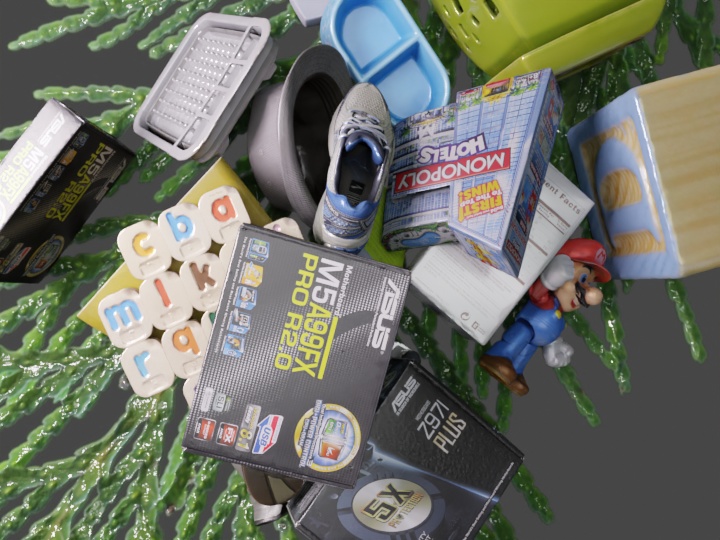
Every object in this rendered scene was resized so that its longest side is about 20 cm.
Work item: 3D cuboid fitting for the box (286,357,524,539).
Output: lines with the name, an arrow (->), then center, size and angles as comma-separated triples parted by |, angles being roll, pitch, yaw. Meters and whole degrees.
box -> 0.047, 0.222, 0.677 | 0.163, 0.086, 0.201 | 40, 77, -6

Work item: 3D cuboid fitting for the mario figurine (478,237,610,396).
mario figurine -> 0.230, 0.054, 0.748 | 0.105, 0.123, 0.202 | 34, 88, 4

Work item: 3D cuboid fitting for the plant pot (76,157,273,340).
plant pot -> -0.157, 0.012, 0.708 | 0.176, 0.200, 0.200 | 43, 88, -16

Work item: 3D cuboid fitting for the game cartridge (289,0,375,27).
game cartridge -> -0.046, -0.410, 0.792 | 0.131, 0.042, 0.204 | -13, 89, 2

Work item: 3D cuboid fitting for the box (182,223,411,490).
box -> -0.056, 0.076, 0.575 | 0.157, 0.044, 0.204 | 16, 91, -8

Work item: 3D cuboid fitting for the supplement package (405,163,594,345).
supplement package -> 0.151, -0.031, 0.748 | 0.117, 0.117, 0.201 | 39, 87, 1

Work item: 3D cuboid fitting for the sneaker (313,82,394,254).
sneaker -> 0.004, -0.118, 0.650 | 0.076, 0.085, 0.203 | 11, 63, -8

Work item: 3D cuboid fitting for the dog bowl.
dog bowl -> 0.033, -0.250, 0.765 | 0.111, 0.050, 0.201 | -36, 100, 2

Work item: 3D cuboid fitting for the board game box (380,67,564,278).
board game box -> 0.108, -0.089, 0.665 | 0.197, 0.062, 0.203 | -8, 59, 29

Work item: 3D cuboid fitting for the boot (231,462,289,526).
boot -> -0.064, 0.190, 0.740 | 0.199, 0.068, 0.131 | -40, 65, 5

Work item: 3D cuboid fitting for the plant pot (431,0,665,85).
plant pot -> 0.206, -0.308, 0.722 | 0.197, 0.199, 0.184 | -24, 95, -3

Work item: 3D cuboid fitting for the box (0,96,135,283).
box -> -0.350, -0.079, 0.712 | 0.044, 0.160, 0.201 | 36, 87, 1

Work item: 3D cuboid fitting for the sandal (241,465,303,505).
sandal -> -0.092, 0.129, 0.643 | 0.080, 0.055, 0.204 | -8, 97, -10

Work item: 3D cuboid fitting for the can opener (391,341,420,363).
can opener -> -0.003, 0.168, 0.763 | 0.053, 0.067, 0.200 | 42, 87, 0

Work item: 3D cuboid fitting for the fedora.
fedora -> -0.070, -0.146, 0.733 | 0.089, 0.177, 0.203 | 3, 123, 28

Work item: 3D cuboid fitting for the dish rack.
dish rack -> -0.173, -0.205, 0.727 | 0.043, 0.199, 0.173 | 32, 89, -43

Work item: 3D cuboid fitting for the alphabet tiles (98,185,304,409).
alphabet tiles -> -0.134, 0.033, 0.598 | 0.197, 0.015, 0.199 | -24, 98, -6

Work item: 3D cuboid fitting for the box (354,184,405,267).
box -> 0.000, 0.000, 0.706 | 0.047, 0.122, 0.203 | -5, 59, 30

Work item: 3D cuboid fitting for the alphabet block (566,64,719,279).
alphabet block -> 0.379, -0.109, 0.721 | 0.196, 0.195, 0.200 | -15, 91, -3
